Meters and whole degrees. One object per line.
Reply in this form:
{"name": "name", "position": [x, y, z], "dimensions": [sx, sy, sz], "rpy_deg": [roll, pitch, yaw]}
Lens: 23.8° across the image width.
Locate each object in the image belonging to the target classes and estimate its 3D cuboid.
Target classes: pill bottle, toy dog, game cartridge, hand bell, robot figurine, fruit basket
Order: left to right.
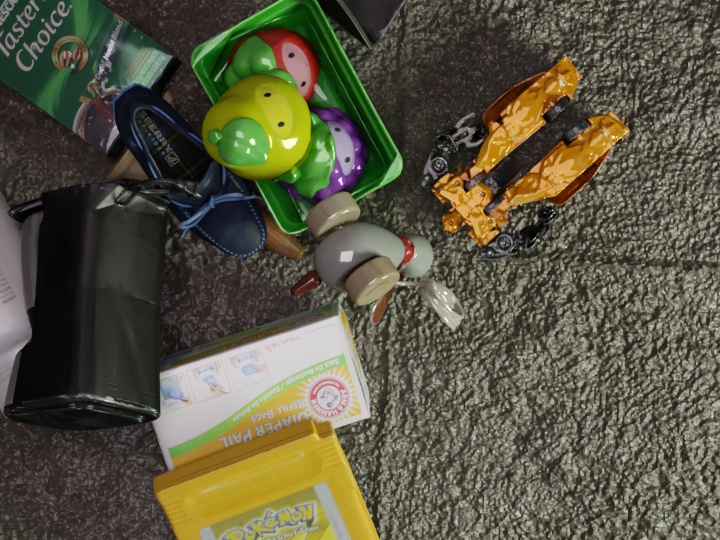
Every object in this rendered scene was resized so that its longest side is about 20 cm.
{"name": "pill bottle", "position": [-0.348, 0.033, 1.637], "dimensions": [0.114, 0.114, 0.201], "rpy_deg": [-30, 89, 0]}
{"name": "hand bell", "position": [-0.136, -0.075, 1.661], "dimensions": [0.199, 0.104, 0.104], "rpy_deg": [36, 90, -10]}
{"name": "game cartridge", "position": [-0.081, 0.242, 1.614], "dimensions": [0.175, 0.033, 0.201], "rpy_deg": [-21, 127, 1]}
{"name": "fruit basket", "position": [-0.069, -0.144, 1.593], "dimensions": [0.155, 0.216, 0.217], "rpy_deg": [-29, 89, 0]}
{"name": "toy dog", "position": [0.000, 0.000, 1.593], "dimensions": [0.096, 0.200, 0.133], "rpy_deg": [-34, 55, 17]}
{"name": "robot figurine", "position": [0.155, -0.104, 1.658], "dimensions": [0.200, 0.058, 0.145], "rpy_deg": [-40, 88, 0]}

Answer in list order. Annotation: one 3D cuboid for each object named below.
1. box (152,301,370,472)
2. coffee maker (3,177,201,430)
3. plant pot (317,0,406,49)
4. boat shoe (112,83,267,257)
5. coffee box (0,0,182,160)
{"name": "box", "position": [-0.097, 0.112, 1.628], "dimensions": [0.198, 0.113, 0.102], "rpy_deg": [-18, 96, 0]}
{"name": "coffee maker", "position": [-0.236, 0.032, 1.522], "dimensions": [0.134, 0.192, 0.202], "rpy_deg": [8, 71, -29]}
{"name": "plant pot", "position": [-0.021, -0.359, 1.607], "dimensions": [0.177, 0.199, 0.201], "rpy_deg": [34, 90, 12]}
{"name": "boat shoe", "position": [-0.161, -0.080, 1.581], "dimensions": [0.084, 0.069, 0.200], "rpy_deg": [-46, 114, 2]}
{"name": "coffee box", "position": [-0.289, -0.213, 1.669], "dimensions": [0.199, 0.044, 0.123], "rpy_deg": [36, 91, 6]}
